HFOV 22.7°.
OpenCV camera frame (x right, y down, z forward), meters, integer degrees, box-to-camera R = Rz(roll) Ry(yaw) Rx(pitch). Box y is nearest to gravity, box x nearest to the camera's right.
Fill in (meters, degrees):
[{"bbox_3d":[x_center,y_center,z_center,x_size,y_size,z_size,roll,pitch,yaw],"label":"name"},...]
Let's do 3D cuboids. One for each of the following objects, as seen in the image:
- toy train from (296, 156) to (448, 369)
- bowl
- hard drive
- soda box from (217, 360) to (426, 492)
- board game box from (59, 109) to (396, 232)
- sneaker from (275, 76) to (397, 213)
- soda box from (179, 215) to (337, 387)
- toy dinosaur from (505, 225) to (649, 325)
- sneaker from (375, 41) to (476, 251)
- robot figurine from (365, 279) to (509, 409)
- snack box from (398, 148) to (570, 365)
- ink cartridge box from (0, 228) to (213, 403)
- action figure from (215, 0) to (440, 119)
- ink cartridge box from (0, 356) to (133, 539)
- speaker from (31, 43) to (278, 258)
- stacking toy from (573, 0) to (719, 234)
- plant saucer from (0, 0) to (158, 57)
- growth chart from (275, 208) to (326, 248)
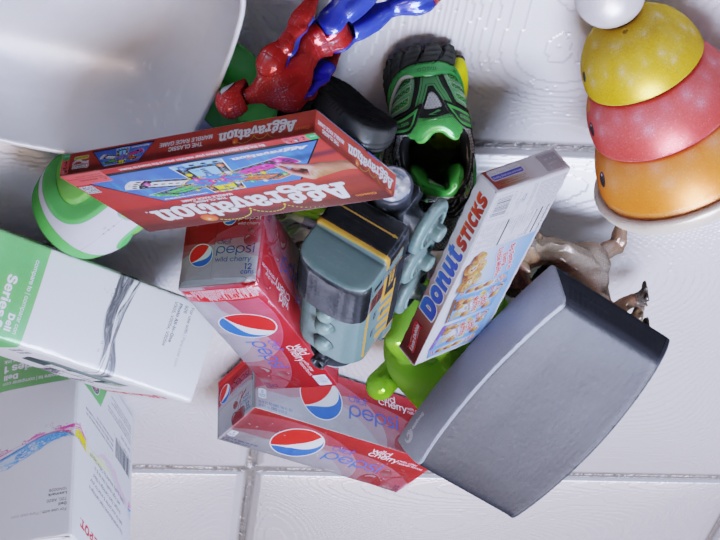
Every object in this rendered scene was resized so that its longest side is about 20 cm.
[{"bbox_3d":[0.000,0.000,1.304,0.085,0.114,0.200,33,156,10],"label":"toy train"},{"bbox_3d":[-0.185,-0.163,1.137,0.200,0.075,0.200,9,142,-17],"label":"bowl"},{"bbox_3d":[0.137,0.103,1.409,0.135,0.042,0.200,32,114,-19],"label":"hard drive"},{"bbox_3d":[-0.029,0.138,1.628,0.200,0.063,0.070,20,139,-29],"label":"soda box"},{"bbox_3d":[-0.088,-0.062,1.182,0.200,0.019,0.103,-7,157,30],"label":"board game box"},{"bbox_3d":[-0.034,-0.080,1.246,0.060,0.200,0.104,21,102,-19],"label":"sneaker"},{"bbox_3d":[-0.073,0.023,1.393,0.063,0.070,0.200,-3,154,17],"label":"soda box"},{"bbox_3d":[0.162,0.019,1.443,0.136,0.086,0.200,-7,131,7],"label":"toy dinosaur"},{"bbox_3d":[0.048,-0.074,1.327,0.078,0.085,0.200,-6,146,3],"label":"sneaker"},{"bbox_3d":[0.094,0.082,1.515,0.175,0.116,0.200,4,152,31],"label":"robot figurine"},{"bbox_3d":[0.089,-0.007,1.323,0.072,0.024,0.200,-21,150,-34],"label":"snack box"},{"bbox_3d":[-0.234,0.036,1.408,0.200,0.084,0.146,22,169,-30],"label":"ink cartridge box"},{"bbox_3d":[-0.012,-0.161,1.163,0.200,0.052,0.065,-39,148,-11],"label":"action figure"},{"bbox_3d":[-0.259,0.183,1.556,0.084,0.200,0.145,-10,143,9],"label":"ink cartridge box"},{"bbox_3d":[-0.151,-0.085,1.295,0.088,0.088,0.200,27,134,-35],"label":"speaker"},{"bbox_3d":[0.200,-0.138,1.249,0.146,0.146,0.200,-19,122,20],"label":"stacking toy"},{"bbox_3d":[-0.205,-0.231,1.135,0.200,0.037,0.200,24,135,-32],"label":"plant saucer"},{"bbox_3d":[-0.050,-0.006,1.452,0.145,0.018,0.200,14,149,-19],"label":"growth chart"}]
